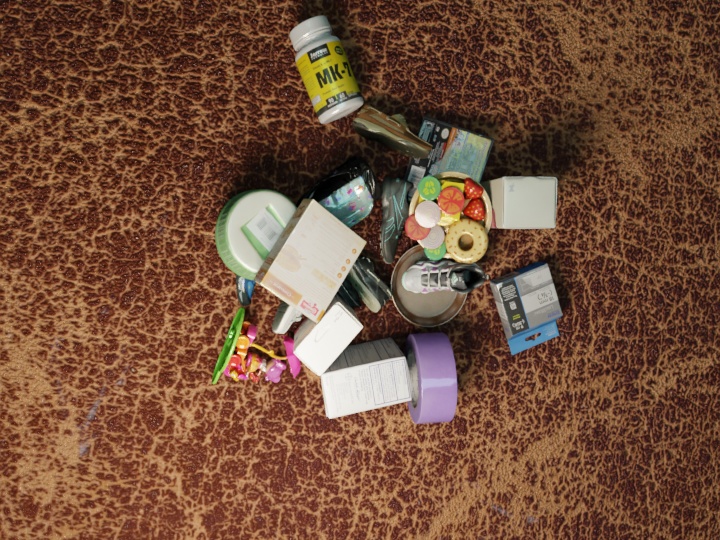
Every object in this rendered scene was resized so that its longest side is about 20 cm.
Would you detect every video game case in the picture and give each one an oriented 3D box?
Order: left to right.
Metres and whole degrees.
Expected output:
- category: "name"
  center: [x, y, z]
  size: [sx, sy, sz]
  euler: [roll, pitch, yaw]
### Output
- category: "video game case"
  center: [0.203, -0.242, 1.307]
  size: [0.176, 0.025, 0.206]
  euler: [19, 93, 6]

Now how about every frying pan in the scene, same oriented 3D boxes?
- category: "frying pan"
  center: [-0.053, 0.019, 1.257]
  size: [0.031, 0.116, 0.190]
  euler: [-34, 133, 6]

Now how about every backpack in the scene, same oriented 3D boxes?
- category: "backpack"
  center: [-0.049, -0.159, 1.244]
  size: [0.197, 0.167, 0.128]
  euler: [-33, 104, 4]

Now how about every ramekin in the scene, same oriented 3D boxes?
- category: "ramekin"
  center: [-0.214, -0.080, 1.198]
  size: [0.194, 0.097, 0.207]
  euler: [0, 89, -22]

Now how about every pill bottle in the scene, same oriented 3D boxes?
- category: "pill bottle"
  center: [-0.079, -0.448, 1.228]
  size: [0.112, 0.114, 0.205]
  euler: [-24, 98, -4]

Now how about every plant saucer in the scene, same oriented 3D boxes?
- category: "plant saucer"
  center: [0.167, 0.034, 1.347]
  size: [0.194, 0.034, 0.207]
  euler: [-1, 96, -8]

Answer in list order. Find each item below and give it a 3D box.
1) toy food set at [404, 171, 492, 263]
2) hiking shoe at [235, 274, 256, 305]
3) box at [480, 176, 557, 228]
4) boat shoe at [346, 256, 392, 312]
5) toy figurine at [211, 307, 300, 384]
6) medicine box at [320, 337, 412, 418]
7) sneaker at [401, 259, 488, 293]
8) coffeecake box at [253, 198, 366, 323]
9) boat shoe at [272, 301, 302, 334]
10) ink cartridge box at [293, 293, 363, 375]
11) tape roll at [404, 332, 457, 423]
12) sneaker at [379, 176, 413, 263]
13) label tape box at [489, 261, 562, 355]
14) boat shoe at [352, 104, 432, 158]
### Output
- category: "toy food set"
  center: [0.199, -0.120, 1.240]
  size: [0.192, 0.049, 0.206]
  euler: [8, 108, 11]
- category: "hiking shoe"
  center: [-0.240, -0.016, 1.271]
  size: [0.084, 0.074, 0.207]
  euler: [9, 95, -7]
- category: "box"
  center: [0.352, -0.153, 1.265]
  size: [0.124, 0.200, 0.113]
  euler: [-1, 95, -6]
- category: "boat shoe"
  center: [0.000, 0.000, 1.308]
  size: [0.067, 0.072, 0.202]
  euler: [-37, 90, -19]
- category: "toy figurine"
  center: [-0.230, 0.210, 1.281]
  size: [0.180, 0.151, 0.203]
  euler: [22, 115, -18]
- category: "medicine box"
  center: [0.005, 0.243, 1.272]
  size: [0.194, 0.182, 0.106]
  euler: [-10, 98, -5]
- category: "sneaker"
  center: [0.199, 0.016, 1.260]
  size: [0.194, 0.140, 0.080]
  euler: [-10, 97, -6]
- category: "coffeecake box"
  center: [-0.105, -0.021, 1.149]
  size: [0.152, 0.073, 0.203]
  euler: [36, 82, -23]
- category: "boat shoe"
  center: [-0.133, 0.066, 1.275]
  size: [0.064, 0.074, 0.205]
  euler: [40, 64, -18]
- category: "ink cartridge box"
  center: [-0.078, 0.135, 1.242]
  size: [0.083, 0.200, 0.147]
  euler: [42, 90, -9]
- category: "tape roll"
  center: [0.160, 0.251, 1.284]
  size: [0.082, 0.200, 0.207]
  euler: [-1, 96, -6]
- category: "sneaker"
  center: [0.084, -0.116, 1.288]
  size: [0.077, 0.076, 0.207]
  euler: [3, 104, 5]
- category: "label tape box"
  center: [0.422, 0.100, 1.369]
  size: [0.141, 0.063, 0.205]
  euler: [-20, 97, -4]
- category: "boat shoe"
  center: [0.079, -0.328, 1.272]
  size: [0.195, 0.076, 0.076]
  euler: [24, 83, 0]
